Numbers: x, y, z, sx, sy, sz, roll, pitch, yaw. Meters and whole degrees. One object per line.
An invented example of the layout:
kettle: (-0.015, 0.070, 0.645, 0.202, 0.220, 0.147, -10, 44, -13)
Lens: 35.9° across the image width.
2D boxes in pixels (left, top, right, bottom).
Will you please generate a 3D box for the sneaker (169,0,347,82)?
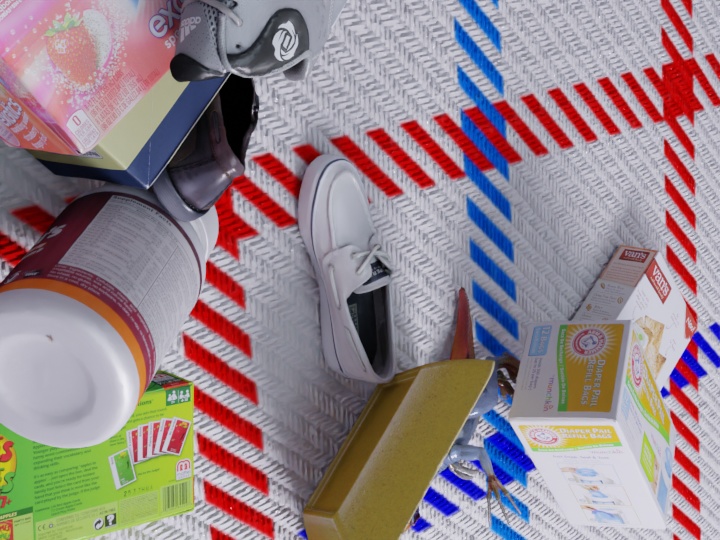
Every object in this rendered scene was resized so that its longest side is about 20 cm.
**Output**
sneaker: (-0.078, -0.153, 0.529, 0.199, 0.075, 0.116, 28, 81, -41)

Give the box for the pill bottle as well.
pill bottle: (-0.164, 0.012, 0.722, 0.200, 0.109, 0.110, -71, 144, -57)

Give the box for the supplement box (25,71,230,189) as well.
supplement box: (-0.179, -0.193, 0.705, 0.200, 0.134, 0.201, 46, 68, -37)

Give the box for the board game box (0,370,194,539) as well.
board game box: (-0.215, 0.140, 0.792, 0.199, 0.047, 0.103, -7, 102, -41)

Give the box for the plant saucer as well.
plant saucer: (0.018, 0.157, 0.932, 0.048, 0.200, 0.201, 33, 74, -6)

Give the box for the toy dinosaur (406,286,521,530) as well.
toy dinosaur: (0.078, 0.154, 1.065, 0.181, 0.105, 0.201, -34, 86, -22)

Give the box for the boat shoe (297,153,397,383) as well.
boat shoe: (0.000, 0.000, 0.947, 0.073, 0.065, 0.202, -26, 114, -35)

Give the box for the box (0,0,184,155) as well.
box: (-0.132, -0.164, 0.594, 0.200, 0.102, 0.095, -51, 126, -21)

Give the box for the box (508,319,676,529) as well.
box: (0.226, 0.148, 1.055, 0.200, 0.101, 0.113, 56, 41, -43)

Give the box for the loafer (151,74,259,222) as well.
loafer: (-0.094, -0.112, 0.778, 0.072, 0.063, 0.201, 50, 28, -31)

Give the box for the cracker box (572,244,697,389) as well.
cracker box: (0.285, 0.091, 1.223, 0.201, 0.057, 0.134, -54, 128, -22)
